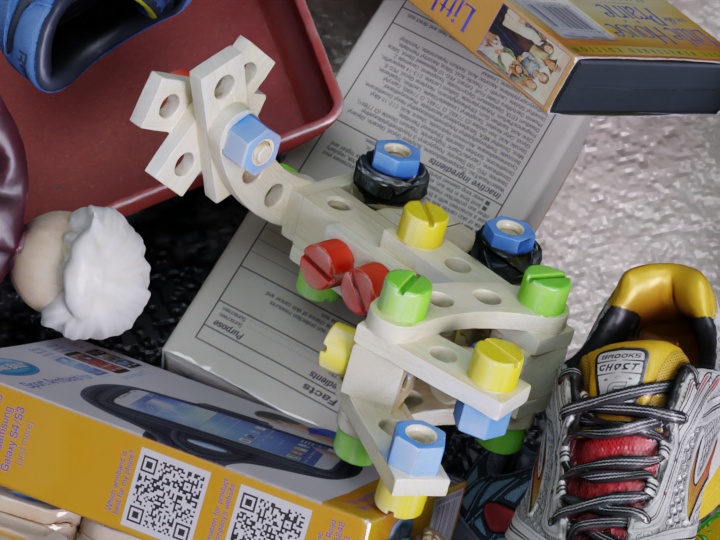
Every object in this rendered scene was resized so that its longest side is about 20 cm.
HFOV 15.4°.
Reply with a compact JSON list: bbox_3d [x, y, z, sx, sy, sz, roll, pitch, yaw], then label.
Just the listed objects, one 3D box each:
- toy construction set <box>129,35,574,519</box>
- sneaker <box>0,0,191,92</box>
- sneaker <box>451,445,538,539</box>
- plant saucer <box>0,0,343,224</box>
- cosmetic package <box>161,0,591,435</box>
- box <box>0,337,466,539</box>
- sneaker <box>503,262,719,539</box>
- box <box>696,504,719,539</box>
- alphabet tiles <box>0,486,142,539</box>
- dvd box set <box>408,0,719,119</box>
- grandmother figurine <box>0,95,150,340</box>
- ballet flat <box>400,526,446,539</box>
[{"bbox_3d":[0.000,0.000,0.983,0.131,0.092,0.200,-17,56,-44],"label":"toy construction set"},{"bbox_3d":[-0.063,-0.145,1.051,0.200,0.066,0.079,-39,47,13],"label":"sneaker"},{"bbox_3d":[0.088,0.104,0.994,0.079,0.200,0.096,30,82,-33],"label":"sneaker"},{"bbox_3d":[-0.122,-0.091,1.115,0.199,0.037,0.200,-21,54,0],"label":"plant saucer"},{"bbox_3d":[0.009,-0.009,1.106,0.103,0.073,0.200,28,66,9],"label":"cosmetic package"},{"bbox_3d":[-0.071,0.068,0.985,0.199,0.119,0.042,21,99,16],"label":"box"},{"bbox_3d":[0.084,0.070,0.921,0.077,0.083,0.200,2,34,17],"label":"sneaker"},{"bbox_3d":[0.225,0.180,0.957,0.122,0.192,0.201,30,57,-40],"label":"box"},{"bbox_3d":[-0.079,0.092,0.999,0.199,0.196,0.015,17,100,3],"label":"alphabet tiles"},{"bbox_3d":[0.053,-0.132,1.122,0.200,0.029,0.146,41,25,26],"label":"dvd box set"},{"bbox_3d":[-0.172,-0.028,1.014,0.199,0.122,0.061,22,23,-7],"label":"grandmother figurine"},{"bbox_3d":[0.037,0.180,0.964,0.065,0.201,0.071,10,34,9],"label":"ballet flat"}]
